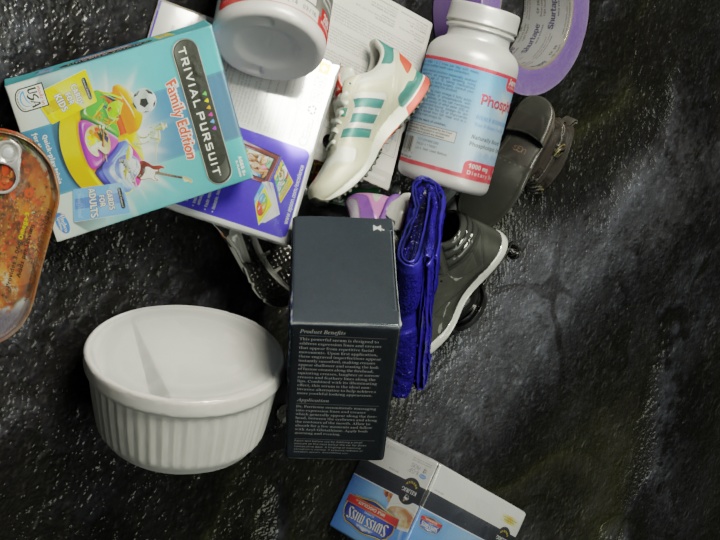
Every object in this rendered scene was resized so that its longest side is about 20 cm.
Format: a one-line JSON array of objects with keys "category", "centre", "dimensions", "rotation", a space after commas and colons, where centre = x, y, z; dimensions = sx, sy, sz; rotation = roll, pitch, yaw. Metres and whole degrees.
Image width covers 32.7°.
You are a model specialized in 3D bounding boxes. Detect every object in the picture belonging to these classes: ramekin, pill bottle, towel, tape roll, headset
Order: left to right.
[{"category": "ramekin", "centre": [-0.178, 0.120, 1.227], "dimensions": [0.200, 0.201, 0.096], "rotation": [-13, 122, -38]}, {"category": "pill bottle", "centre": [-0.077, -0.302, 1.213], "dimensions": [0.113, 0.113, 0.203], "rotation": [32, 55, -42]}, {"category": "towel", "centre": [0.063, 0.021, 1.308], "dimensions": [0.149, 0.049, 0.202], "rotation": [-75, 172, -48]}, {"category": "headset", "centre": [0.116, 0.008, 1.552], "dimensions": [0.198, 0.094, 0.125], "rotation": [-24, 117, -18]}, {"category": "pill bottle", "centre": [0.116, -0.194, 1.382], "dimensions": [0.108, 0.108, 0.203], "rotation": [8, 100, -42]}, {"category": "tape roll", "centre": [0.187, -0.320, 1.504], "dimensions": [0.198, 0.084, 0.204], "rotation": [-13, 111, -38]}]

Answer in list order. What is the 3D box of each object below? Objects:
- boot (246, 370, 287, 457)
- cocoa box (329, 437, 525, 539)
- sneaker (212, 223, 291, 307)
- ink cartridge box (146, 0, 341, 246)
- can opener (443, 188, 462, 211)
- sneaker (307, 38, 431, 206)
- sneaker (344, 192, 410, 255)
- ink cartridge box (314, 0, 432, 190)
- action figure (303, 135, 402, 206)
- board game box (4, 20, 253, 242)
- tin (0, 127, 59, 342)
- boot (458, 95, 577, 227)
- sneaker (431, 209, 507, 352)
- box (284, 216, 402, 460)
[{"category": "boot", "centre": [-0.057, 0.118, 1.422], "dimensions": [0.197, 0.065, 0.168], "rotation": [-5, 103, -36]}, {"category": "cocoa box", "centre": [0.086, 0.314, 1.547], "dimensions": [0.199, 0.132, 0.133], "rotation": [34, 79, -41]}, {"category": "sneaker", "centre": [-0.127, -0.055, 1.313], "dimensions": [0.073, 0.080, 0.203], "rotation": [-25, 104, -9]}, {"category": "ink cartridge box", "centre": [-0.139, -0.148, 1.246], "dimensions": [0.197, 0.043, 0.201], "rotation": [18, 82, -10]}, {"category": "can opener", "centre": [0.057, -0.049, 1.481], "dimensions": [0.200, 0.066, 0.053], "rotation": [-42, 128, -36]}, {"category": "sneaker", "centre": [-0.011, -0.161, 1.307], "dimensions": [0.093, 0.070, 0.201], "rotation": [43, 69, -15]}, {"category": "sneaker", "centre": [0.000, 0.000, 1.377], "dimensions": [0.080, 0.087, 0.203], "rotation": [-29, 135, -69]}, {"category": "ink cartridge box", "centre": [-0.011, -0.210, 1.363], "dimensions": [0.159, 0.050, 0.203], "rotation": [19, 85, -39]}, {"category": "action figure", "centre": [-0.037, -0.117, 1.382], "dimensions": [0.198, 0.054, 0.120], "rotation": [-1, 104, -38]}, {"category": "board game box", "centre": [-0.217, -0.133, 1.160], "dimensions": [0.197, 0.047, 0.153], "rotation": [-19, 110, -11]}, {"category": "tin", "centre": [-0.341, -0.030, 1.108], "dimensions": [0.110, 0.042, 0.203], "rotation": [14, 101, -24]}, {"category": "boot", "centre": [0.211, -0.124, 1.566], "dimensions": [0.202, 0.069, 0.174], "rotation": [-56, 159, 4]}, {"category": "sneaker", "centre": [0.081, 0.014, 1.446], "dimensions": [0.099, 0.071, 0.201], "rotation": [35, 92, -37]}, {"category": "box", "centre": [-0.021, 0.070, 1.234], "dimensions": [0.105, 0.150, 0.202], "rotation": [2, 133, -4]}]
